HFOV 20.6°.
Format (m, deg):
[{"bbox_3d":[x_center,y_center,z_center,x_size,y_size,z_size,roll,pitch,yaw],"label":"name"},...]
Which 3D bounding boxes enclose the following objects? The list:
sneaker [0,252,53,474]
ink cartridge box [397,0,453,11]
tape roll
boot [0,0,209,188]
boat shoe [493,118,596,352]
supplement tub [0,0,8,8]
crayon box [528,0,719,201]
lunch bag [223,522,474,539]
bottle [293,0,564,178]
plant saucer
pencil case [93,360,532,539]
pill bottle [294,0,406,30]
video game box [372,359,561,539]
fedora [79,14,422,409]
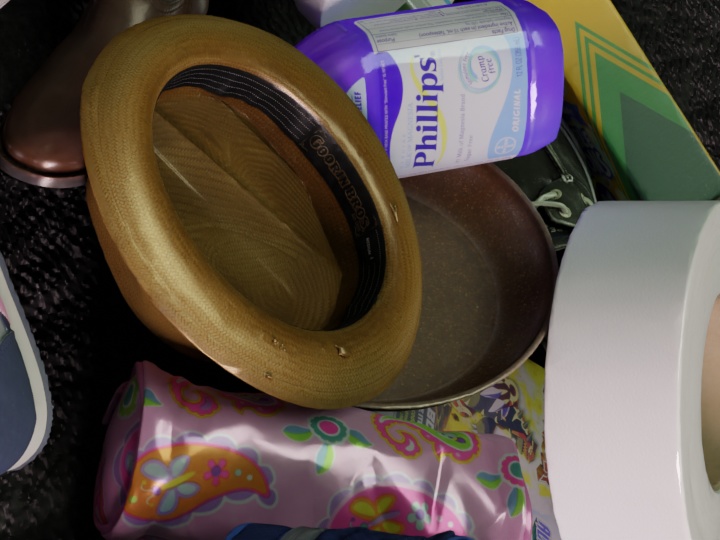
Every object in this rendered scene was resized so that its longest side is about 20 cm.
[{"bbox_3d":[-0.195,-0.004,0.825,0.200,0.070,0.082,62,18,4],"label":"sneaker"},{"bbox_3d":[0.023,-0.219,1.189,0.104,0.059,0.200,46,43,-15],"label":"ink cartridge box"},{"bbox_3d":[0.158,0.063,1.046,0.202,0.071,0.203,1,90,-68],"label":"tape roll"},{"bbox_3d":[-0.110,-0.159,0.919,0.064,0.200,0.187,19,37,5],"label":"boot"},{"bbox_3d":[0.111,-0.022,1.145,0.064,0.071,0.200,13,53,-81],"label":"boat shoe"},{"bbox_3d":[-0.184,-0.180,0.847,0.140,0.200,0.141,22,55,-34],"label":"supplement tub"},{"bbox_3d":[0.132,-0.116,1.194,0.052,0.126,0.200,-33,95,-7],"label":"crayon box"},{"bbox_3d":[-0.020,0.208,0.806,0.136,0.132,0.200,60,43,-35],"label":"lunch bag"},{"bbox_3d":[0.004,-0.087,1.002,0.199,0.065,0.084,-10,117,-20],"label":"bottle"},{"bbox_3d":[0.000,0.000,1.006,0.200,0.037,0.201,6,49,-7],"label":"plant saucer"},{"bbox_3d":[-0.020,0.099,0.905,0.199,0.087,0.088,12,58,-16],"label":"pencil case"},{"bbox_3d":[-0.048,-0.221,1.039,0.112,0.112,0.200,-19,64,-49],"label":"pill bottle"},{"bbox_3d":[0.048,0.122,1.036,0.182,0.047,0.200,33,48,-31],"label":"video game box"},{"bbox_3d":[-0.061,-0.019,0.906,0.200,0.082,0.201,25,50,-35],"label":"fedora"}]
